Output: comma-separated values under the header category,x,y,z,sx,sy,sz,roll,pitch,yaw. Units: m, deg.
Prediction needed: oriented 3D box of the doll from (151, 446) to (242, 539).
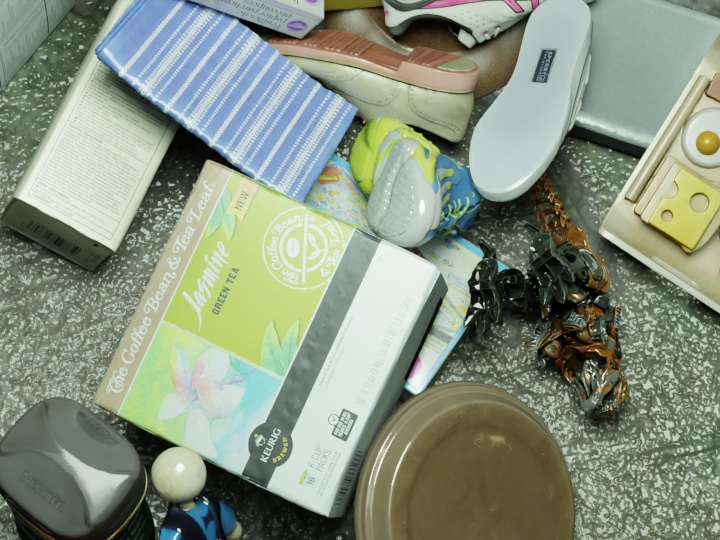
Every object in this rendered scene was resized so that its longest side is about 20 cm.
category,x,y,z,sx,sy,sz,roll,pitch,yaw
doll,-0.111,0.219,1.318,0.048,0.136,0.201,-9,108,23

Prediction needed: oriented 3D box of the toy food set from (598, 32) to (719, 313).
category,x,y,z,sx,sy,sz,roll,pitch,yaw
toy food set,0.303,-0.075,1.484,0.143,0.060,0.201,32,88,3

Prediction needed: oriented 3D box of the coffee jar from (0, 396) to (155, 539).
category,x,y,z,sx,sy,sz,roll,pitch,yaw
coffee jar,-0.203,0.163,1.311,0.104,0.200,0.085,37,71,9

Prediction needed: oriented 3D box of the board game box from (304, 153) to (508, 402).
category,x,y,z,sx,sy,sz,roll,pitch,yaw
board game box,0.000,0.000,1.476,0.199,0.034,0.135,34,71,9

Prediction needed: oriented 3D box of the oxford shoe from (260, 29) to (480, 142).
category,x,y,z,sx,sy,sz,roll,pitch,yaw
oxford shoe,-0.001,-0.153,1.517,0.199,0.074,0.071,15,25,20

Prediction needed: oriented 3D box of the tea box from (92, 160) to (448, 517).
category,x,y,z,sx,sy,sz,roll,pitch,yaw
tea box,-0.063,0.055,1.373,0.196,0.134,0.201,24,86,9

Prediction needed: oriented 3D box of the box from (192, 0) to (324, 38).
category,x,y,z,sx,sy,sz,roll,pitch,yaw
box,-0.122,-0.238,1.452,0.199,0.039,0.042,17,60,-28

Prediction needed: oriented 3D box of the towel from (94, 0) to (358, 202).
category,x,y,z,sx,sy,sz,roll,pitch,yaw
towel,-0.102,-0.148,1.441,0.200,0.024,0.145,37,40,-7

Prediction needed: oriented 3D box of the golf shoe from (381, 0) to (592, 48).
category,x,y,z,sx,sy,sz,roll,pitch,yaw
golf shoe,0.108,-0.233,1.523,0.199,0.073,0.093,1,110,-20

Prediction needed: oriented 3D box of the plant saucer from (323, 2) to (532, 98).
category,x,y,z,sx,sy,sz,roll,pitch,yaw
plant saucer,0.065,-0.241,1.573,0.199,0.037,0.202,1,70,-4

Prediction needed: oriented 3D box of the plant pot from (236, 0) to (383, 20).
category,x,y,z,sx,sy,sz,roll,pitch,yaw
plant pot,-0.082,-0.340,1.493,0.194,0.200,0.195,-5,69,9

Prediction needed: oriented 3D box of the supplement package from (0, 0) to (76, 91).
category,x,y,z,sx,sy,sz,roll,pitch,yaw
supplement package,-0.368,-0.232,1.479,0.191,0.147,0.200,33,70,9

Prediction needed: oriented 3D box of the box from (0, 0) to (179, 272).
category,x,y,z,sx,sy,sz,roll,pitch,yaw
box,-0.201,-0.112,1.470,0.095,0.078,0.201,30,68,-12

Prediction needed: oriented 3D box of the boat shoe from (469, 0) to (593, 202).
category,x,y,z,sx,sy,sz,roll,pitch,yaw
boat shoe,0.147,-0.128,1.476,0.073,0.065,0.201,14,61,26

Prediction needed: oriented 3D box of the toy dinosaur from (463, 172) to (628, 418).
category,x,y,z,sx,sy,sz,roll,pitch,yaw
toy dinosaur,0.155,0.017,1.451,0.102,0.135,0.201,-47,55,26

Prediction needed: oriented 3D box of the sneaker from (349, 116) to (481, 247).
category,x,y,z,sx,sy,sz,roll,pitch,yaw
sneaker,0.058,-0.060,1.412,0.105,0.200,0.076,23,109,-18

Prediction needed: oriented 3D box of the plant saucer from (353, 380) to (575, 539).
category,x,y,z,sx,sy,sz,roll,pitch,yaw
plant saucer,0.086,0.182,1.365,0.199,0.029,0.202,4,83,-32

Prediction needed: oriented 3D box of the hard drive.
category,x,y,z,sx,sy,sz,roll,pitch,yaw
hard drive,0.248,-0.163,1.557,0.199,0.033,0.140,18,69,3
